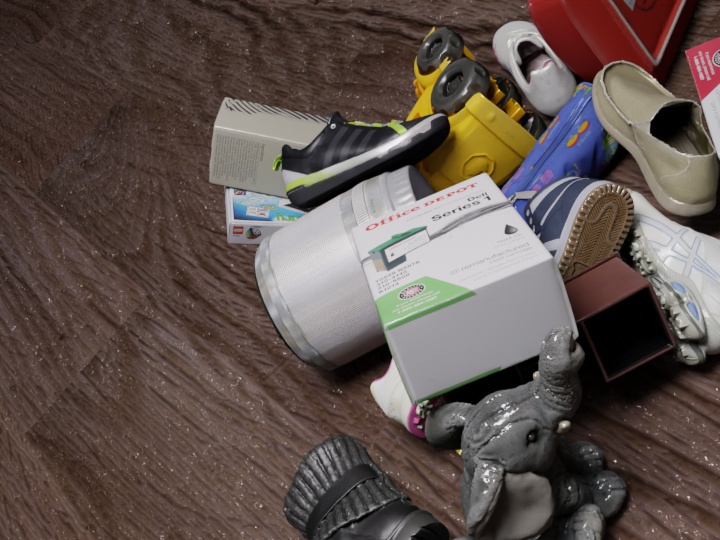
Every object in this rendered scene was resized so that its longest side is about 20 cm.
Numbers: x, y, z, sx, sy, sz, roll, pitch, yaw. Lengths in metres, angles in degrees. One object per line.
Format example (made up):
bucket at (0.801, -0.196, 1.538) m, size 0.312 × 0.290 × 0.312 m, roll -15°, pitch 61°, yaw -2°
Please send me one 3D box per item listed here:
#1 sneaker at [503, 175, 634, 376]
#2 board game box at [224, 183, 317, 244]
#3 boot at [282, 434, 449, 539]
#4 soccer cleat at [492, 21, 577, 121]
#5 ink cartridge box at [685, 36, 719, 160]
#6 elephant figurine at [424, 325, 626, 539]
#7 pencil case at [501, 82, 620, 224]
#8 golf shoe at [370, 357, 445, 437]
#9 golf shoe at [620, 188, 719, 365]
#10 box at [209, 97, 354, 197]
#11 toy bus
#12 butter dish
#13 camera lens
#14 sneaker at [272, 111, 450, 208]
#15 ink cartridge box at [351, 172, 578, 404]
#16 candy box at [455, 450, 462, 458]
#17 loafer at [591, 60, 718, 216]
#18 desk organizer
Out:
sneaker at (0.177, 0.001, 0.932) m, size 0.201 × 0.070 × 0.109 m, roll -61°, pitch 18°, yaw 9°
board game box at (-0.061, -0.082, 1.165) m, size 0.198 × 0.035 × 0.127 m, roll 2°, pitch 43°, yaw -13°
boot at (-0.034, 0.266, 0.898) m, size 0.211 × 0.080 × 0.157 m, roll -44°, pitch 45°, yaw -15°
soccer cleat at (0.200, -0.259, 1.161) m, size 0.070 × 0.086 × 0.201 m, roll -33°, pitch 40°, yaw 10°
ink cartridge box at (0.409, -0.136, 0.846) m, size 0.199 × 0.145 × 0.146 m, roll -20°, pitch 45°, yaw 23°
elephant figurine at (0.119, 0.146, 0.788) m, size 0.141 × 0.200 × 0.156 m, roll 11°, pitch 63°, yaw 43°
pencil case at (0.205, -0.105, 1.023) m, size 0.078 × 0.087 × 0.200 m, roll 34°, pitch 77°, yaw 27°
golf shoe at (0.080, 0.061, 0.954) m, size 0.091 × 0.075 × 0.201 m, roll 16°, pitch 66°, yaw 49°
golf shoe at (0.296, -0.005, 0.895) m, size 0.096 × 0.079 × 0.201 m, roll -17°, pitch 48°, yaw 1°
box at (-0.069, -0.132, 1.130) m, size 0.198 × 0.083 × 0.069 m, roll 11°, pitch 39°, yaw -4°
toy bus at (0.096, -0.155, 1.140) m, size 0.192 × 0.135 × 0.201 m, roll -46°, pitch 36°, yaw 20°
butter dish at (0.254, -0.298, 1.082) m, size 0.147 × 0.199 × 0.201 m, roll -1°, pitch 55°, yaw 50°
camera lens at (0.000, 0.000, 1.040) m, size 0.199 × 0.160 × 0.161 m, roll -28°, pitch 42°, yaw 16°
sneaker at (-0.005, -0.136, 1.037) m, size 0.199 × 0.072 × 0.084 m, roll -22°, pitch 81°, yaw 16°
ink cartridge box at (0.080, 0.007, 0.846) m, size 0.145 × 0.085 × 0.200 m, roll -22°, pitch 26°, yaw 1°
candy box at (0.143, 0.083, 0.958) m, size 0.200 × 0.026 × 0.102 m, roll -45°, pitch 44°, yaw -2°
loafer at (0.287, -0.141, 0.936) m, size 0.075 × 0.069 × 0.201 m, roll -9°, pitch 50°, yaw -17°
desk organizer at (0.161, 0.070, 0.851) m, size 0.199 × 0.072 × 0.077 m, roll -28°, pitch 19°, yaw 1°
